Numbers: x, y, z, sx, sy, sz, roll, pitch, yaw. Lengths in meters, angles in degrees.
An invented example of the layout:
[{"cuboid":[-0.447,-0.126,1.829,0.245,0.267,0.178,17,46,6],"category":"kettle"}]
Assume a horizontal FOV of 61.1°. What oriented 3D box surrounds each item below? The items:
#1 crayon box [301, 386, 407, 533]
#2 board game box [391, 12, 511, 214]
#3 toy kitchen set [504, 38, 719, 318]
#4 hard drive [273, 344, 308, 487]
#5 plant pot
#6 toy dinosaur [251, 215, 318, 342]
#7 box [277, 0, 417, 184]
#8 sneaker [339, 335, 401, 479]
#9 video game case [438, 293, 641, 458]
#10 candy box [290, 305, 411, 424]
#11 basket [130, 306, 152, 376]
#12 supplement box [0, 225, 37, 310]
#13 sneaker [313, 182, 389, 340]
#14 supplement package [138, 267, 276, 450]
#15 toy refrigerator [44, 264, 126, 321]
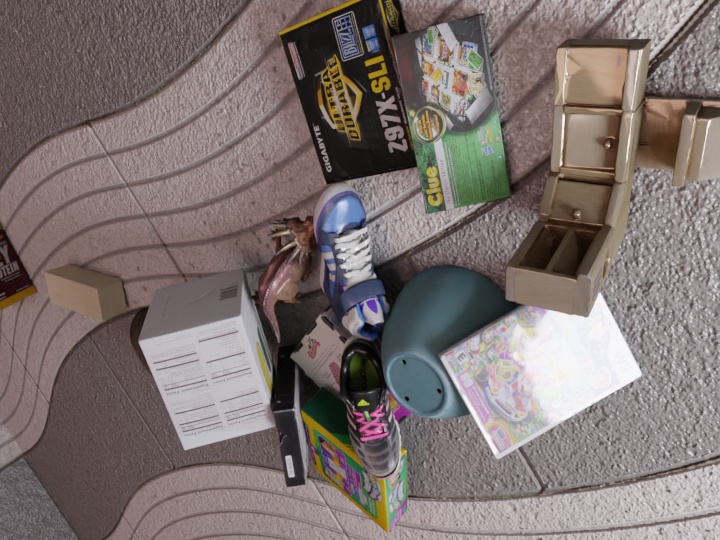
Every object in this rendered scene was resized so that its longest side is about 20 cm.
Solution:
[{"cuboid":[-0.006,0.305,0.976,0.171,0.058,0.202,30,145,29],"category":"crayon box"},{"cuboid":[0.105,-0.171,0.689,0.103,0.024,0.203,-10,109,8],"category":"board game box"},{"cuboid":[0.240,-0.086,0.554,0.161,0.180,0.203,12,125,30],"category":"toy kitchen set"},{"cuboid":[-0.112,0.230,0.999,0.037,0.200,0.142,-7,111,-3],"category":"hard drive"},{"cuboid":[0.104,0.113,0.801,0.197,0.134,0.203,17,123,28],"category":"plant pot"},{"cuboid":[-0.112,-0.001,0.894,0.084,0.203,0.136,21,171,-5],"category":"toy dinosaur"},{"cuboid":[-0.003,-0.220,0.758,0.158,0.049,0.203,-4,111,37],"category":"box"},{"cuboid":[0.009,0.187,0.841,0.072,0.087,0.204,-11,81,6],"category":"sneaker"},{"cuboid":[0.210,0.110,0.714,0.198,0.018,0.145,-30,96,2],"category":"video game case"},{"cuboid":[-0.005,0.161,0.959,0.200,0.061,0.137,45,135,7],"category":"candy box"},{"cuboid":[-0.298,0.117,1.114,0.198,0.137,0.181,-23,113,38],"category":"basket"},{"cuboid":[-0.973,0.008,1.561,0.195,0.132,0.203,-12,107,40],"category":"supplement box"},{"cuboid":[0.000,0.000,0.822,0.147,0.079,0.203,50,149,40],"category":"sneaker"},{"cuboid":[-0.224,0.133,0.938,0.148,0.152,0.203,-14,117,-2],"category":"supplement package"},{"cuboid":[-0.608,0.045,1.351,0.197,0.070,0.077,11,114,32],"category":"toy refrigerator"}]
